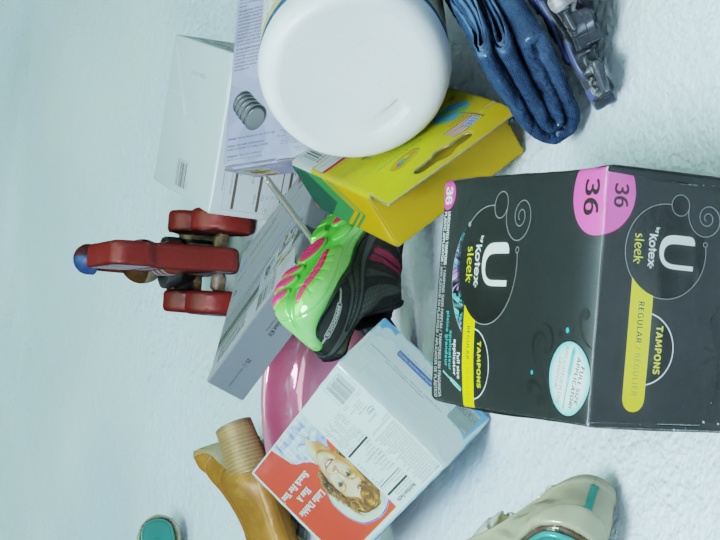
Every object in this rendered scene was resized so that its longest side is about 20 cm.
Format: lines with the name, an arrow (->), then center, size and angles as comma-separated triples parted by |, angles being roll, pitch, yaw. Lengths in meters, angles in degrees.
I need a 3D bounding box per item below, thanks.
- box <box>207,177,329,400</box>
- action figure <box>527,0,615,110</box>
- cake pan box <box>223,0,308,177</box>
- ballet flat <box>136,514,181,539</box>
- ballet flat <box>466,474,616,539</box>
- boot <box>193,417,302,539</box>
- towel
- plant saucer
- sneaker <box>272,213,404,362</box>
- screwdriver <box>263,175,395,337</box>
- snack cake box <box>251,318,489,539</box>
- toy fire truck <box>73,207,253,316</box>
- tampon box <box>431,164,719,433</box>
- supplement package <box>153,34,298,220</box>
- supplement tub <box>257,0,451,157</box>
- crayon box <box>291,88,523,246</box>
box -> -0.069, -0.002, 1.579 | 0.156, 0.041, 0.200 | -52, 16, 31
action figure -> 0.161, -0.221, 1.202 | 0.201, 0.104, 0.193 | 63, 160, -1
cake pan box -> -0.033, -0.184, 1.560 | 0.199, 0.052, 0.185 | -7, 77, 42
ballet flat -> -0.214, 0.371, 1.954 | 0.062, 0.067, 0.201 | 79, -171, -67
ballet flat -> 0.115, 0.191, 1.225 | 0.200, 0.069, 0.070 | -43, 46, 54
boot -> -0.107, 0.229, 1.715 | 0.201, 0.071, 0.145 | 119, 133, -73
towel -> 0.097, -0.181, 1.288 | 0.112, 0.048, 0.200 | 56, -173, -41
plant saucer -> -0.033, 0.105, 1.585 | 0.200, 0.051, 0.202 | -174, 90, -66
sneaker -> 0.000, 0.000, 1.420 | 0.077, 0.200, 0.084 | -10, 119, 43
screwdriver -> -0.017, 0.000, 1.457 | 0.200, 0.029, 0.028 | 58, 163, -9
snack cake box -> 0.004, 0.141, 1.403 | 0.115, 0.067, 0.200 | 43, 141, 5
toy fire truck -> -0.212, -0.013, 1.875 | 0.200, 0.167, 0.113 | 179, 96, -66
tampon box -> 0.146, 0.019, 1.095 | 0.200, 0.126, 0.151 | 179, 95, -66
supplement package -> -0.117, -0.142, 1.756 | 0.200, 0.110, 0.156 | -150, 68, -65
supplement tub -> -0.005, -0.193, 1.372 | 0.200, 0.144, 0.145 | -91, 18, -58
crayon box -> 0.039, -0.085, 1.368 | 0.051, 0.127, 0.200 | 58, 169, -22
